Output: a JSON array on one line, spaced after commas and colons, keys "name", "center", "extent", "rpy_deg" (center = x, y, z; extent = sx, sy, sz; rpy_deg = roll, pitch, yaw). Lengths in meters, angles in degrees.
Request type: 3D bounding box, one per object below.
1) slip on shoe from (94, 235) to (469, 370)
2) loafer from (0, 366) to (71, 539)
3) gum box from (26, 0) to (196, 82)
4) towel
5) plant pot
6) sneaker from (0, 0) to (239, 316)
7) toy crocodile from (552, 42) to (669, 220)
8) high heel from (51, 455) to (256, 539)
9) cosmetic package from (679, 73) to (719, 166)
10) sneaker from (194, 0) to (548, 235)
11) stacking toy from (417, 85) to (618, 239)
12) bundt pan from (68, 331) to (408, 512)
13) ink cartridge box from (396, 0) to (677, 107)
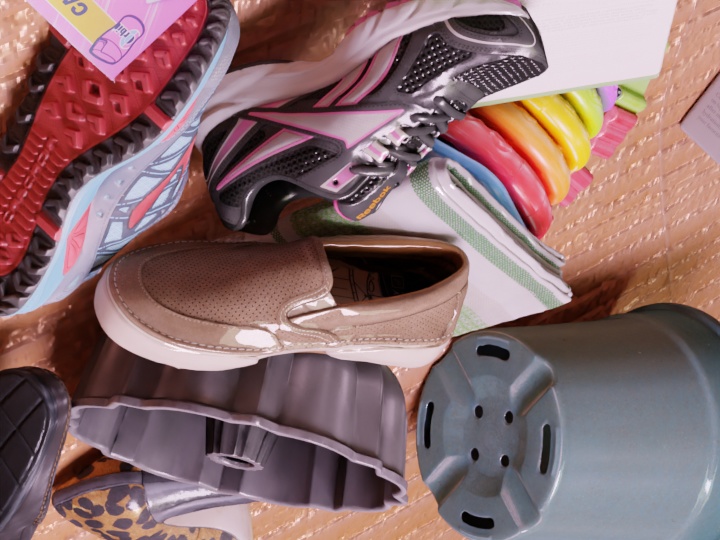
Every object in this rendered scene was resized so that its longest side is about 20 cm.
[{"name": "slip on shoe", "center": [-0.035, 0.009, 0.936], "extent": [0.198, 0.076, 0.061], "rpy_deg": [7, 137, -25]}, {"name": "loafer", "center": [-0.205, 0.121, 1.034], "extent": [0.072, 0.073, 0.200], "rpy_deg": [-17, 152, -49]}, {"name": "gum box", "center": [-0.117, -0.172, 0.750], "extent": [0.113, 0.066, 0.200], "rpy_deg": [-43, 150, 1]}, {"name": "towel", "center": [0.000, 0.000, 1.031], "extent": [0.199, 0.031, 0.149], "rpy_deg": [-17, 144, 30]}, {"name": "plant pot", "center": [0.158, 0.119, 1.335], "extent": [0.195, 0.201, 0.201], "rpy_deg": [5, 127, -41]}, {"name": "sneaker", "center": [-0.120, -0.065, 0.898], "extent": [0.200, 0.079, 0.095], "rpy_deg": [-48, 163, 24]}, {"name": "toy crocodile", "center": [0.123, -0.071, 1.161], "extent": [0.200, 0.062, 0.067], "rpy_deg": [-50, 149, 13]}, {"name": "high heel", "center": [-0.137, 0.170, 1.200], "extent": [0.141, 0.072, 0.200], "rpy_deg": [-1, 150, -17]}, {"name": "cosmetic package", "center": [0.325, -0.141, 1.265], "extent": [0.071, 0.102, 0.200], "rpy_deg": [8, 125, -53]}, {"name": "sneaker", "center": [0.007, -0.070, 0.922], "extent": [0.199, 0.087, 0.080], "rpy_deg": [-19, 160, 28]}, {"name": "stacking toy", "center": [0.111, -0.104, 1.084], "extent": [0.200, 0.109, 0.116], "rpy_deg": [-49, 141, -10]}, {"name": "bundt pan", "center": [-0.063, 0.072, 1.036], "extent": [0.202, 0.200, 0.076], "rpy_deg": [45, 53, -60]}, {"name": "ink cartridge box", "center": [0.090, -0.146, 0.942], "extent": [0.144, 0.048, 0.200], "rpy_deg": [-8, 160, -1]}]
